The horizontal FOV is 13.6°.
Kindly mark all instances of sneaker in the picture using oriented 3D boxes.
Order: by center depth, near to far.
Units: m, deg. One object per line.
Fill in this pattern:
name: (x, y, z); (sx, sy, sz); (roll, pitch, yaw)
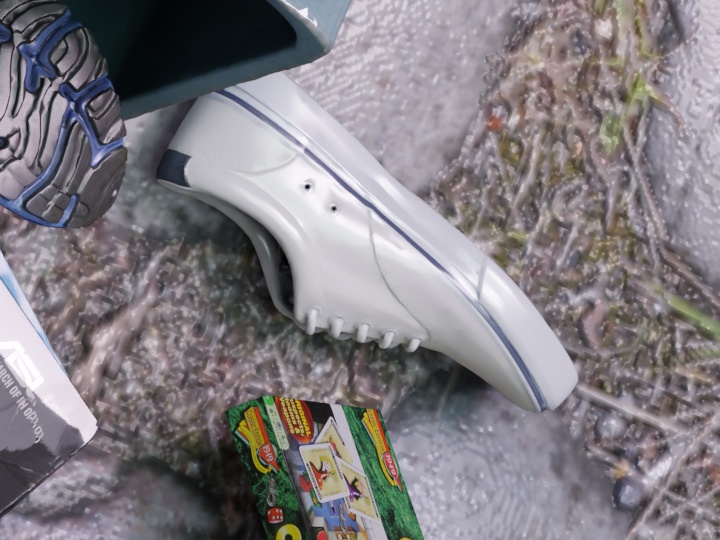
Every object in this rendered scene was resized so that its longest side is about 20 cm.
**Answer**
sneaker: (-0.167, -0.090, 1.119); (0.200, 0.078, 0.075); (43, 73, -9)
sneaker: (0.000, 0.000, 1.227); (0.200, 0.073, 0.071); (41, 82, -12)

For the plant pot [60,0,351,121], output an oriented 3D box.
plant pot: (-0.082, -0.201, 1.118); (0.196, 0.195, 0.201); (39, 66, -21)

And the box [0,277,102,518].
box: (-0.201, 0.019, 0.966); (0.157, 0.050, 0.201); (-38, 105, -22)

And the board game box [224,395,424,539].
board game box: (0.009, 0.147, 1.181); (0.105, 0.023, 0.201); (14, 54, -65)

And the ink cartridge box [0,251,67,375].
ink cartridge box: (-0.231, 0.041, 1.060); (0.199, 0.147, 0.147); (-33, 104, -23)
